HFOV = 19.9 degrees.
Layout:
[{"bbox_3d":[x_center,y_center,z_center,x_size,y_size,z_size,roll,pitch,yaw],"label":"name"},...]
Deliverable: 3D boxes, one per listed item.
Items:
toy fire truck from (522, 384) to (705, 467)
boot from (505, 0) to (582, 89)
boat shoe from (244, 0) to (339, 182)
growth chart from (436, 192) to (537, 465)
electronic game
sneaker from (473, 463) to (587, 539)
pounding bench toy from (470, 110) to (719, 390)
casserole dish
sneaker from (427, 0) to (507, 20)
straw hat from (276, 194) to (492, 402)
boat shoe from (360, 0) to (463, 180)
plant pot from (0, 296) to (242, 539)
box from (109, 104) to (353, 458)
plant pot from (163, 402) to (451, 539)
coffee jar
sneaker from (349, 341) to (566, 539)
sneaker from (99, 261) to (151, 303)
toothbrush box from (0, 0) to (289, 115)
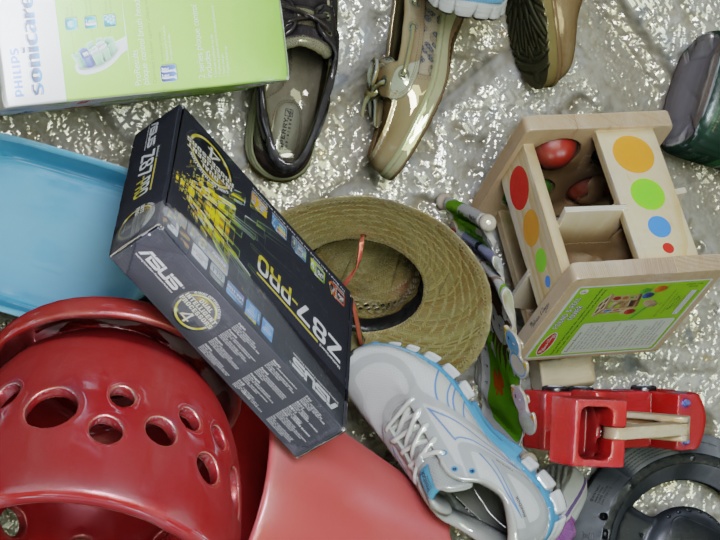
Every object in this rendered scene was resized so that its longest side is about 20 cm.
[{"bbox_3d":[0.196,0.114,1.529,0.200,0.141,0.049,2,90,-33],"label":"toy fire truck"},{"bbox_3d":[0.214,-0.238,1.605,0.200,0.066,0.176,-8,94,-20],"label":"boot"},{"bbox_3d":[-0.044,-0.166,1.515,0.073,0.065,0.201,2,89,-17],"label":"boat shoe"},{"bbox_3d":[0.097,0.043,1.529,0.018,0.145,0.200,-11,97,-12],"label":"growth chart"},{"bbox_3d":[0.258,0.229,1.638,0.200,0.042,0.201,2,83,-17],"label":"electronic game"},{"bbox_3d":[0.135,0.252,1.587,0.114,0.073,0.201,34,90,-20],"label":"sneaker"},{"bbox_3d":[0.161,-0.014,1.567,0.124,0.200,0.156,-4,61,-21],"label":"pounding bench toy"},{"bbox_3d":[-0.221,-0.024,1.430,0.200,0.039,0.121,16,80,16],"label":"casserole dish"},{"bbox_3d":[0.085,-0.274,1.507,0.078,0.090,0.200,5,45,-15],"label":"sneaker"},{"bbox_3d":[0.000,0.000,1.516,0.201,0.085,0.201,3,125,5],"label":"straw hat"},{"bbox_3d":[0.034,-0.166,1.545,0.063,0.073,0.200,20,73,-12],"label":"boat shoe"},{"bbox_3d":[-0.175,0.128,1.345,0.200,0.200,0.183,17,49,-18],"label":"plant pot"},{"bbox_3d":[-0.082,0.006,1.376,0.049,0.161,0.200,-30,117,21],"label":"box"},{"bbox_3d":[-0.044,0.197,1.466,0.177,0.200,0.201,24,83,-27],"label":"plant pot"},{"bbox_3d":[0.345,-0.110,1.640,0.200,0.085,0.105,21,81,-17],"label":"coffee jar"},{"bbox_3d":[0.057,0.129,1.460,0.200,0.087,0.075,41,117,12],"label":"sneaker"},{"bbox_3d":[-0.157,0.039,1.483,0.115,0.075,0.200,42,88,-20],"label":"sneaker"},{"bbox_3d":[-0.167,-0.160,1.432,0.200,0.146,0.086,-7,94,-20],"label":"toothbrush box"}]
